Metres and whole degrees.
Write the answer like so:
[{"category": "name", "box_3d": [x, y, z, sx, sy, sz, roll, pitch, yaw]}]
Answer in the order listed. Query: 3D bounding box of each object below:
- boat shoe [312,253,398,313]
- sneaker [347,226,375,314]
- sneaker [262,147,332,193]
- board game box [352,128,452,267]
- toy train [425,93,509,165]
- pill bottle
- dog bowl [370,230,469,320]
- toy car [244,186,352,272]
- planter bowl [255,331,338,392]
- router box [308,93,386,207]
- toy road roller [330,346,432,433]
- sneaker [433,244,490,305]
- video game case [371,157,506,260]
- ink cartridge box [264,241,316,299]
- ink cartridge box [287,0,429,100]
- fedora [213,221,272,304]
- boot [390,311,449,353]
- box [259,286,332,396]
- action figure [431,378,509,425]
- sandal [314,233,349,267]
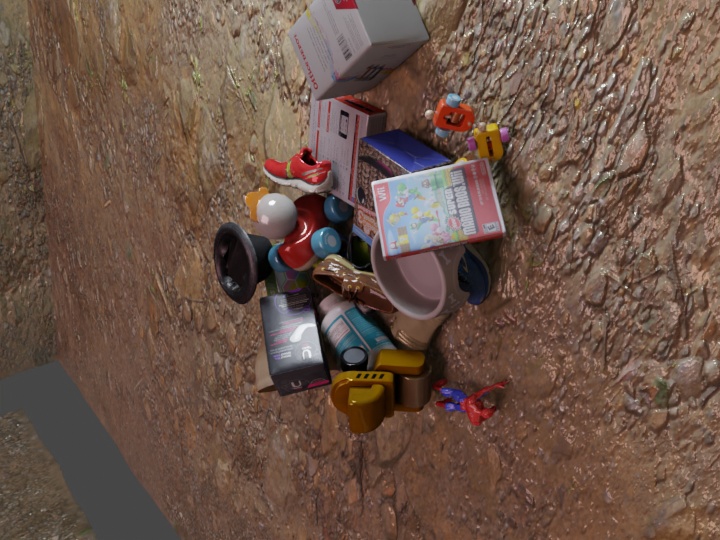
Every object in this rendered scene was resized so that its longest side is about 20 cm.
[{"category": "boat shoe", "box_3d": [-0.009, 0.038, 1.495, 0.199, 0.067, 0.073, 28, 133, 27]}, {"category": "sneaker", "box_3d": [0.000, 0.000, 1.578, 0.070, 0.083, 0.202, 2, 110, 16]}, {"category": "sneaker", "box_3d": [-0.127, -0.219, 1.595, 0.199, 0.077, 0.086, 20, 110, 39]}, {"category": "board game box", "box_3d": [0.072, -0.134, 1.405, 0.159, 0.096, 0.202, 40, 137, 42]}, {"category": "toy train", "box_3d": [0.163, -0.206, 1.269, 0.056, 0.149, 0.201, -94, 13, -48]}, {"category": "pill bottle", "box_3d": [-0.012, 0.142, 1.640, 0.200, 0.110, 0.111, 52, 139, 24]}, {"category": "dog bowl", "box_3d": [0.097, -0.006, 1.300, 0.199, 0.058, 0.202, 31, 135, 37]}, {"category": "toy car", "box_3d": [-0.156, -0.117, 1.601, 0.183, 0.178, 0.200, -15, 138, 45]}, {"category": "planter bowl", "box_3d": [-0.163, 0.199, 1.798, 0.200, 0.199, 0.136, -32, 68, 52]}, {"category": "router box", "box_3d": [-0.033, -0.253, 1.549, 0.179, 0.049, 0.202, 35, 130, 39]}, {"category": "toy road roller", "box_3d": [0.041, 0.244, 1.488, 0.198, 0.147, 0.124, 1, 126, 5]}, {"category": "sneaker", "box_3d": [0.162, -0.015, 1.346, 0.078, 0.089, 0.201, -1, 127, 51]}, {"category": "video game case", "box_3d": [0.124, -0.101, 1.229, 0.017, 0.198, 0.144, 66, -166, -64]}, {"category": "ink cartridge box", "box_3d": [-0.167, 0.034, 1.794, 0.059, 0.103, 0.202, 7, 110, 51]}, {"category": "ink cartridge box", "box_3d": [-0.008, -0.423, 1.365, 0.199, 0.144, 0.147, -27, 84, 52]}, {"category": "fedora", "box_3d": [-0.255, -0.024, 1.718, 0.200, 0.091, 0.203, 24, 122, 45]}, {"category": "boot", "box_3d": [0.090, 0.053, 1.509, 0.200, 0.072, 0.156, 47, 138, 23]}, {"category": "box", "box_3d": [-0.143, 0.155, 1.658, 0.106, 0.121, 0.201, 76, -179, -54]}, {"category": "action figure", "box_3d": [0.219, 0.243, 1.441, 0.200, 0.098, 0.066, -168, 61, -73]}, {"category": "sandal", "box_3d": [-0.080, -0.044, 1.691, 0.199, 0.079, 0.088, 16, 81, 55]}]
